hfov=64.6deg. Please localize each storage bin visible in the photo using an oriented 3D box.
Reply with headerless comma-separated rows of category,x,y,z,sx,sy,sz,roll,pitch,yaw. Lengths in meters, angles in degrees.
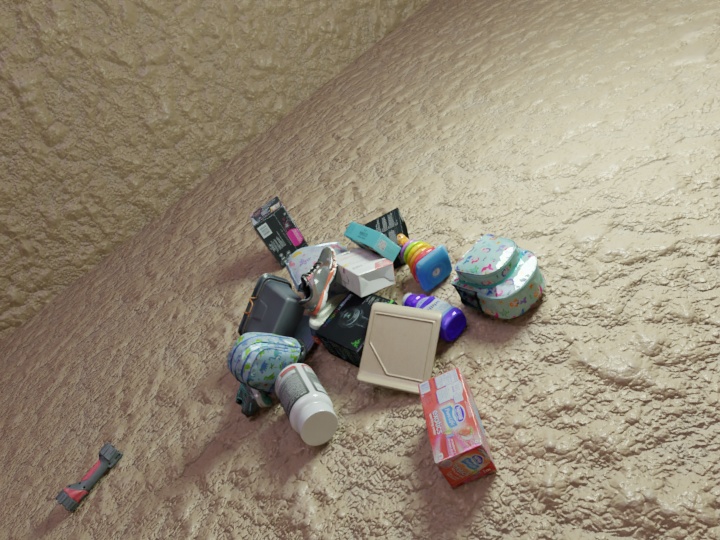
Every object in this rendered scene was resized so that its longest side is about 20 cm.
storage bin,-0.250,0.131,1.635,0.133,0.144,0.204,28,96,44

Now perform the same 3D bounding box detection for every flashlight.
flashlight,-0.801,0.605,1.682,0.067,0.068,0.202,4,50,47

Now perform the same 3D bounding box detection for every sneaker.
sneaker,-0.123,0.016,1.585,0.077,0.080,0.205,-29,43,54
sneaker,-0.076,0.140,1.637,0.074,0.087,0.198,22,36,33
sneaker,-0.317,0.332,1.597,0.091,0.078,0.200,-39,31,-2

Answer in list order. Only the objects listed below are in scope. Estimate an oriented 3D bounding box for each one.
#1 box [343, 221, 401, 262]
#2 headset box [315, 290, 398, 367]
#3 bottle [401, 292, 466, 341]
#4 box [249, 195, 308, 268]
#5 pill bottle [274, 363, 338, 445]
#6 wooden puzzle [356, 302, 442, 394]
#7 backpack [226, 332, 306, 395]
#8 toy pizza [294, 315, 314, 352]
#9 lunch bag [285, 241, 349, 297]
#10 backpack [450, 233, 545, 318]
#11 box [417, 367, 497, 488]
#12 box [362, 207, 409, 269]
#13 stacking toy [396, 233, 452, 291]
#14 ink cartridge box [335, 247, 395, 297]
box,0.031,-0.084,1.649,0.050,0.082,0.199,-57,30,-2
headset box,0.009,0.157,1.510,0.175,0.094,0.198,-48,36,-20
bottle,0.179,0.109,1.445,0.083,0.066,0.199,-43,34,-13
box,-0.293,-0.138,2.057,0.131,0.202,0.115,-33,30,-1
pill bottle,-0.133,0.327,1.398,0.113,0.115,0.200,-37,33,-6
wooden puzzle,0.095,0.185,1.369,0.180,0.037,0.205,7,71,23
backpack,-0.250,0.240,1.488,0.166,0.197,0.154,-59,29,6
toy pizza,-0.205,0.217,1.681,0.196,0.032,0.203,-24,35,18
lunch bag,-0.121,0.005,1.749,0.195,0.130,0.170,-8,28,-19
backpack,0.333,0.015,1.363,0.177,0.152,0.198,-43,38,-17
box,0.192,0.311,1.146,0.101,0.096,0.202,-26,34,11
box,0.080,-0.088,1.775,0.138,0.080,0.202,-23,35,13
stacking toy,0.155,-0.047,1.586,0.109,0.117,0.200,-35,45,-8
ink cartridge box,0.000,0.000,1.605,0.114,0.069,0.199,-19,23,-22
